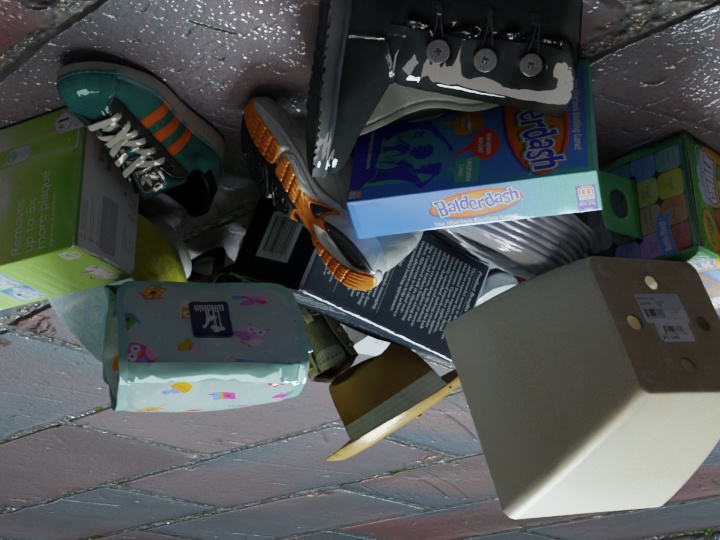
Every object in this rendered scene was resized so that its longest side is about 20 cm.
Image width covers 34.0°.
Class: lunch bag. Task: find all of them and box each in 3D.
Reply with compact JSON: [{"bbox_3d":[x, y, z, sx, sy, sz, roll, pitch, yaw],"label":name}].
[{"bbox_3d":[-0.144,0.069,1.060,0.170,0.122,0.200,2,-177,-16],"label":"lunch bag"}]

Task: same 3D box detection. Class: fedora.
[{"bbox_3d":[0.026,0.131,1.290,0.200,0.082,0.201,-32,176,-2],"label":"fedora"}]

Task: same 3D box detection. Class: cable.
[{"bbox_3d":[0.119,-0.050,1.116,0.200,0.069,0.200,23,175,32],"label":"cable"}]

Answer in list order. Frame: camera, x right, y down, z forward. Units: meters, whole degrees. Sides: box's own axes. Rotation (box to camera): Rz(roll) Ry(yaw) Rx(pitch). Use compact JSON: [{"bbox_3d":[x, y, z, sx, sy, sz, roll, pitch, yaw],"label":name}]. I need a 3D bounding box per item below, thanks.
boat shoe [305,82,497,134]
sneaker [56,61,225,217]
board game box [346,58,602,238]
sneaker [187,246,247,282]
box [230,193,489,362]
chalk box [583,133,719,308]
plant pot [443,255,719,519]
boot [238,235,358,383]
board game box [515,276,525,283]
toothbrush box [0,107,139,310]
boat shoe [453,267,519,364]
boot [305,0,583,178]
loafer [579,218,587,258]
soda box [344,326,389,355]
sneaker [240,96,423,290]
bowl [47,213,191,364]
[{"bbox_3d":[0.052,-0.160,0.967,0.200,0.076,0.060,-11,-166,1],"label":"boat shoe"},{"bbox_3d":[-0.189,-0.112,1.042,0.071,0.080,0.200,-14,153,29],"label":"sneaker"},{"bbox_3d":[0.096,-0.103,0.980,0.200,0.152,0.045,-7,133,13],"label":"board game box"},{"bbox_3d":[-0.135,0.036,1.278,0.074,0.200,0.081,-36,115,-4],"label":"sneaker"},{"bbox_3d":[0.000,0.000,1.182,0.200,0.107,0.148,27,172,-32],"label":"box"},{"bbox_3d":[0.301,-0.045,1.155,0.124,0.125,0.200,-21,151,40],"label":"chalk box"},{"bbox_3d":[0.226,0.093,1.072,0.199,0.200,0.177,3,146,-31],"label":"plant pot"},{"bbox_3d":[-0.063,0.036,1.286,0.072,0.155,0.200,-26,160,-5],"label":"boot"},{"bbox_3d":[0.289,0.009,1.390,0.200,0.035,0.135,-18,151,36],"label":"board game box"},{"bbox_3d":[-0.310,-0.053,1.098,0.200,0.146,0.086,-13,154,28],"label":"toothbrush box"},{"bbox_3d":[0.122,0.042,1.275,0.068,0.057,0.200,-15,156,-14],"label":"boat shoe"},{"bbox_3d":[0.064,-0.142,0.914,0.200,0.066,0.165,3,116,-12],"label":"boot"},{"bbox_3d":[0.221,-0.015,1.255,0.200,0.071,0.073,17,155,0],"label":"loafer"},{"bbox_3d":[0.051,0.042,1.422,0.064,0.068,0.200,11,154,-26],"label":"soda box"},{"bbox_3d":[-0.025,-0.079,1.049,0.092,0.200,0.076,-34,172,-30],"label":"sneaker"},{"bbox_3d":[-0.244,0.002,1.247,0.108,0.200,0.200,-38,-179,-36],"label":"bowl"}]
